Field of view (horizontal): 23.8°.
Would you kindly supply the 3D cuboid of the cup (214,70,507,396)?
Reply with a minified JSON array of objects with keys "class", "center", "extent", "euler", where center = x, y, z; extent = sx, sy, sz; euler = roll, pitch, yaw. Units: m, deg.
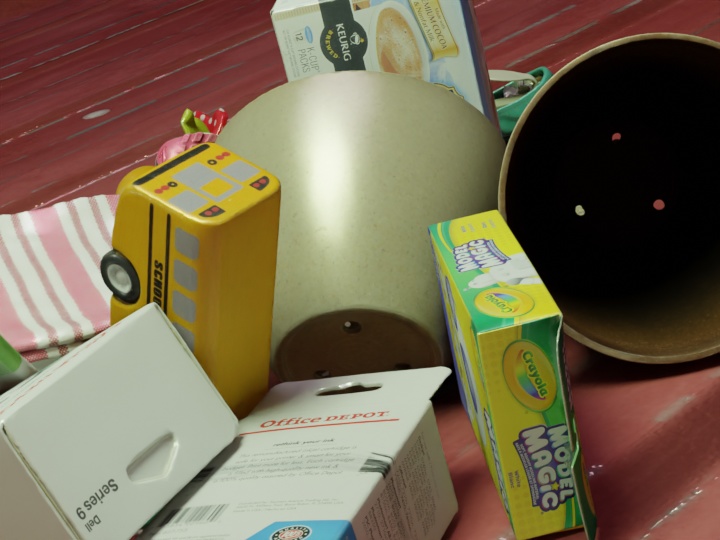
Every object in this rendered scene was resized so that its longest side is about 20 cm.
[{"class":"cup","center":[0.000,0.000,1.043],"extent":[0.198,0.201,0.144],"euler":[-11,47,11]}]

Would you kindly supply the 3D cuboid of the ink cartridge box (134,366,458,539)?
[{"class":"ink cartridge box","center":[-0.026,0.123,0.849],"extent":[0.115,0.068,0.200],"euler":[-7,20,25]}]

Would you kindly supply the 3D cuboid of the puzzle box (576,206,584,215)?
[{"class":"puzzle box","center":[0.081,-0.018,1.246],"extent":[0.198,0.026,0.133],"euler":[-17,19,-7]}]

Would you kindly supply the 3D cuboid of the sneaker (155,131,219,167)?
[{"class":"sneaker","center":[-0.103,-0.028,1.184],"extent":[0.074,0.200,0.081],"euler":[13,66,21]}]

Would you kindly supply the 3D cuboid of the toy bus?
[{"class":"toy bus","center":[-0.092,0.032,0.923],"extent":[0.078,0.201,0.065],"euler":[28,41,27]}]

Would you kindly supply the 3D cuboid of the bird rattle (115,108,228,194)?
[{"class":"bird rattle","center":[-0.171,-0.082,1.522],"extent":[0.162,0.113,0.200],"euler":[-34,18,-5]}]

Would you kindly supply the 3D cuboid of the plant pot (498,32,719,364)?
[{"class":"plant pot","center":[0.172,-0.049,1.068],"extent":[0.185,0.189,0.200],"euler":[-14,5,2]}]

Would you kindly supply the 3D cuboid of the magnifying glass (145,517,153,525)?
[{"class":"magnifying glass","center":[-0.068,0.114,0.986],"extent":[0.198,0.023,0.080],"euler":[-8,19,16]}]

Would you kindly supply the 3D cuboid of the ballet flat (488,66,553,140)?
[{"class":"ballet flat","center":[0.087,-0.137,1.514],"extent":[0.198,0.071,0.067],"euler":[-18,19,-8]}]

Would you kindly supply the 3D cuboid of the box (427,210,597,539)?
[{"class":"box","center":[0.079,0.055,0.890],"extent":[0.048,0.118,0.200],"euler":[-13,19,-4]}]

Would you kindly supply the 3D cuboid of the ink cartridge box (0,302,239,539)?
[{"class":"ink cartridge box","center":[-0.179,0.114,0.869],"extent":[0.199,0.084,0.146],"euler":[-30,8,32]}]

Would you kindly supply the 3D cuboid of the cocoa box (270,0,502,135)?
[{"class":"cocoa box","center":[0.029,-0.118,1.218],"extent":[0.130,0.202,0.134],"euler":[-11,19,9]}]

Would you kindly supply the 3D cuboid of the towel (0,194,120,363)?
[{"class":"towel","center":[-0.195,0.003,1.053],"extent":[0.198,0.030,0.146],"euler":[-12,36,-25]}]

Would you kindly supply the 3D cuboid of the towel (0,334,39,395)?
[{"class":"towel","center":[-0.241,0.084,0.985],"extent":[0.148,0.200,0.031],"euler":[-13,62,5]}]

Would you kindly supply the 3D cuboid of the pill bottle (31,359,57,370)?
[{"class":"pill bottle","center":[-0.178,0.034,1.156],"extent":[0.111,0.113,0.200],"euler":[-15,18,-3]}]
